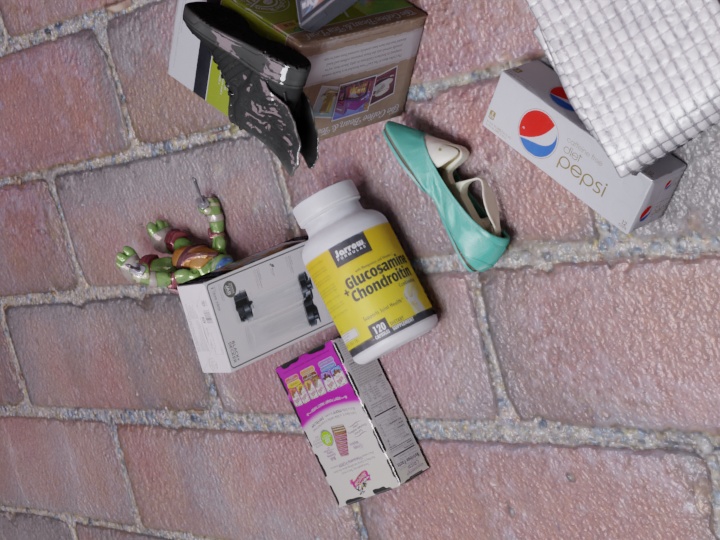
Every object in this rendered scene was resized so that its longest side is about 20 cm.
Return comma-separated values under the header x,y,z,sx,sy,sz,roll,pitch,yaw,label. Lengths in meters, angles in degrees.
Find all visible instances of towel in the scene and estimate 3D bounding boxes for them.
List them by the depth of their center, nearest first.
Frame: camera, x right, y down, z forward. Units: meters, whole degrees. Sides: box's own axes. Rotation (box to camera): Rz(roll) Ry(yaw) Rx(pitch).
x,y,z,sx,sy,sz,roll,pitch,yaw,label
0.258,-0.208,1.238,0.165,0.085,0.201,-32,84,30,towel

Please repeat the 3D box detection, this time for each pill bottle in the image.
x,y,z,sx,sy,sz,roll,pitch,yaw,label
0.000,0.000,1.612,0.112,0.112,0.201,-34,82,48,pill bottle

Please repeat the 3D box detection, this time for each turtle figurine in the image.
x,y,z,sx,sy,sz,roll,pitch,yaw,label
-0.257,-0.043,1.850,0.193,0.199,0.145,4,75,50,turtle figurine

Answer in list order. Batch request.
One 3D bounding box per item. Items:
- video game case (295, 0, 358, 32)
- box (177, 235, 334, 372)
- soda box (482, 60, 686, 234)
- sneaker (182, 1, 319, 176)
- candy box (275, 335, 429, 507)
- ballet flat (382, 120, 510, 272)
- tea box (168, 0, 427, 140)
x,y,z,sx,sy,sz,roll,pitch,yaw,label
0.000,-0.361,1.357,0.200,0.025,0.182,-29,59,38,video game case
-0.117,0.039,1.688,0.060,0.200,0.117,-6,104,49,box
0.219,-0.125,1.361,0.200,0.064,0.068,41,132,26,soda box
-0.115,-0.188,1.389,0.199,0.060,0.105,34,123,27,sneaker
-0.012,0.188,1.746,0.136,0.061,0.201,-29,85,49,candy box
0.103,-0.095,1.509,0.070,0.067,0.201,-36,79,24,ballet flat
-0.071,-0.249,1.512,0.196,0.200,0.134,36,129,29,tea box
